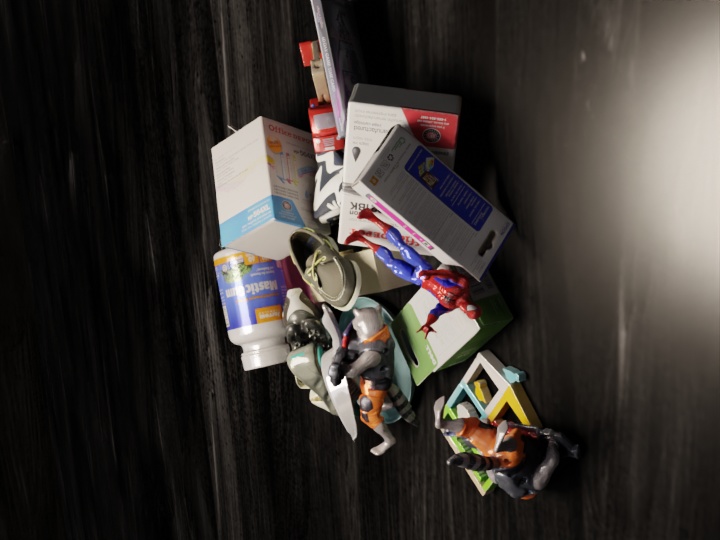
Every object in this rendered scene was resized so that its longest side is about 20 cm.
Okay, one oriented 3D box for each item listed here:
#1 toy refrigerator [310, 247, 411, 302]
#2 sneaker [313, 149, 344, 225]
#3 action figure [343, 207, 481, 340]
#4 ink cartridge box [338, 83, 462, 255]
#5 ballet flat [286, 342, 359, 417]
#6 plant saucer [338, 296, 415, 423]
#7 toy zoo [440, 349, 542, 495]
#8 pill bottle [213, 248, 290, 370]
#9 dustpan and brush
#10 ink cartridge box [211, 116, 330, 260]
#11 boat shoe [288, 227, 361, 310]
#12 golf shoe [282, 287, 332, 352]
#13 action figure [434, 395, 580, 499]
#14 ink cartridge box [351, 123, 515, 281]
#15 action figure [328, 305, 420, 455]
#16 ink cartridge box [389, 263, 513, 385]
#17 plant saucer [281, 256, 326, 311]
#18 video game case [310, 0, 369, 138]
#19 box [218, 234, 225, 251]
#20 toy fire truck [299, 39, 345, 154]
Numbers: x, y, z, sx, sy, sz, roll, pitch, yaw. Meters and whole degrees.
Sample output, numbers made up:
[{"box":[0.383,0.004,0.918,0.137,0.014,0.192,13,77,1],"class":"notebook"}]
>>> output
[{"box":[0.000,0.000,1.523,0.199,0.075,0.071,-12,91,58],"class":"toy refrigerator"},{"box":[-0.014,-0.105,1.505,0.199,0.079,0.131,48,139,38],"class":"sneaker"},{"box":[0.061,0.008,1.258,0.199,0.099,0.066,34,121,10],"class":"action figure"},{"box":[0.050,-0.130,1.323,0.084,0.143,0.202,-75,-9,-62],"class":"ink cartridge box"},{"box":[-0.062,0.183,1.615,0.201,0.063,0.068,60,-162,-47],"class":"ballet flat"},{"box":[0.029,0.138,1.574,0.199,0.027,0.202,25,121,51],"class":"plant saucer"},{"box":[0.177,0.201,1.372,0.132,0.020,0.201,57,143,28],"class":"toy zoo"},{"box":[-0.173,0.060,1.677,0.112,0.111,0.202,-19,82,57],"class":"pill bottle"},{"box":[-0.030,0.138,1.517,0.201,0.057,0.140,61,-167,-25],"class":"dustpan and brush"},{"box":[-0.144,-0.139,1.590,0.125,0.128,0.202,-24,66,37],"class":"ink cartridge box"},{"box":[-0.055,-0.004,1.459,0.073,0.060,0.202,-59,28,12],"class":"boat shoe"},{"box":[-0.084,0.095,1.630,0.200,0.077,0.095,86,170,-64],"class":"golf shoe"},{"box":[0.161,0.232,1.265,0.199,0.193,0.105,-2,57,43],"class":"action figure"},{"box":[0.092,-0.081,1.245,0.199,0.095,0.037,38,160,-10],"class":"ink cartridge box"},{"box":[0.026,0.133,1.451,0.103,0.200,0.195,-3,117,16],"class":"action figure"},{"box":[0.119,0.069,1.376,0.105,0.059,0.200,64,148,18],"class":"ink cartridge box"},{"box":[-0.102,-0.013,1.699,0.200,0.050,0.203,28,125,51],"class":"plant saucer"},{"box":[-0.020,-0.284,1.408,0.019,0.143,0.202,-10,93,20],"class":"video game case"},{"box":[-0.210,0.040,1.848,0.202,0.047,0.193,66,159,16],"class":"box"},{"box":[-0.054,-0.256,1.455,0.200,0.048,0.143,-95,-5,-72],"class":"toy fire truck"}]
